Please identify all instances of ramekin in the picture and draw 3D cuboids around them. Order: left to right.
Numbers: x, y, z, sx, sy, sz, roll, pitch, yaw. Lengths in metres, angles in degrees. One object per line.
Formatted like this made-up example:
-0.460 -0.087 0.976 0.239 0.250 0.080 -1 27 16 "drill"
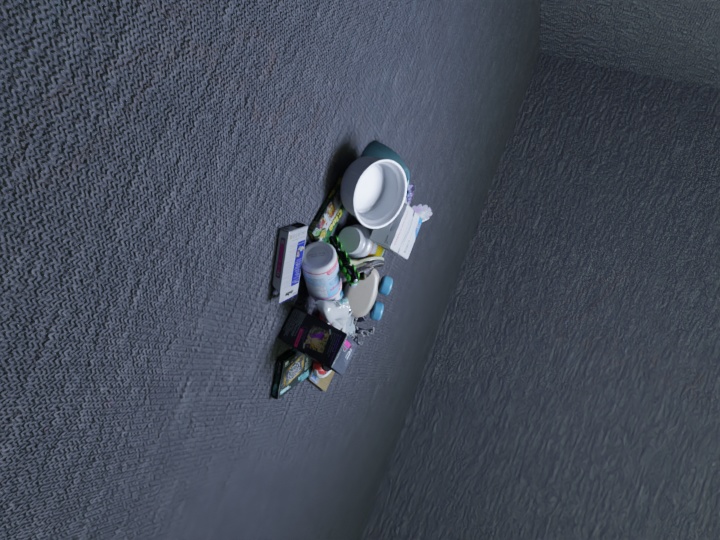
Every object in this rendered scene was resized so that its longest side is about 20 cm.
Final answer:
0.033 -0.235 1.534 0.196 0.097 0.206 -18 122 -31 "ramekin"

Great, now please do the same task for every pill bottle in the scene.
-0.111 0.020 1.528 0.110 0.106 0.203 -56 155 -30 "pill bottle"
0.000 -0.088 1.701 0.199 0.109 0.114 10 100 -68 "pill bottle"

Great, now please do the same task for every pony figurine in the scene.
0.154 -0.244 1.930 0.190 0.168 0.201 -31 154 -6 "pony figurine"

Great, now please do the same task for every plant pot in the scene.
0.082 -0.298 1.688 0.201 0.132 0.204 -49 151 -40 "plant pot"

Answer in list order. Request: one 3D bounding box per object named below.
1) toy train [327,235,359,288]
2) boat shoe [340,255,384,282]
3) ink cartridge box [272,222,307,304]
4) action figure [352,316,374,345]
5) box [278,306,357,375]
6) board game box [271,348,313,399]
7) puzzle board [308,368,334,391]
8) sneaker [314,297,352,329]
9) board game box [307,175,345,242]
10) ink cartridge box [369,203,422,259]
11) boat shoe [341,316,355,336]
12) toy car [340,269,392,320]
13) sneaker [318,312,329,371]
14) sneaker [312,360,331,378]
-0.054 -0.026 1.544 0.041 0.202 0.057 -15 139 -19 "toy train"
0.000 0.000 1.650 0.196 0.067 0.073 -11 167 -36 "boat shoe"
-0.191 -0.020 1.399 0.094 0.036 0.206 -28 132 -61 "ink cartridge box"
-0.001 0.220 1.984 0.119 0.099 0.206 -33 138 -74 "action figure"
-0.123 0.207 1.535 0.108 0.196 0.123 -60 157 -12 "box"
-0.206 0.305 1.651 0.199 0.027 0.139 -26 133 -62 "board game box"
-0.127 0.346 1.900 0.154 0.017 0.201 -63 157 -16 "puzzle board"
-0.072 0.109 1.526 0.088 0.076 0.200 -40 159 -3 "sneaker"
-0.089 -0.166 1.539 0.204 0.023 0.105 -62 159 -19 "board game box"
0.119 -0.135 1.693 0.148 0.082 0.199 -68 158 -1 "ink cartridge box"
-0.047 0.190 1.788 0.070 0.070 0.205 -41 -150 43 "boat shoe"
-0.004 0.057 1.807 0.200 0.179 0.182 -120 -131 -80 "toy car"
-0.107 0.222 1.706 0.072 0.086 0.207 1 94 -34 "sneaker"
-0.098 0.276 1.781 0.201 0.075 0.087 -54 150 -43 "sneaker"
